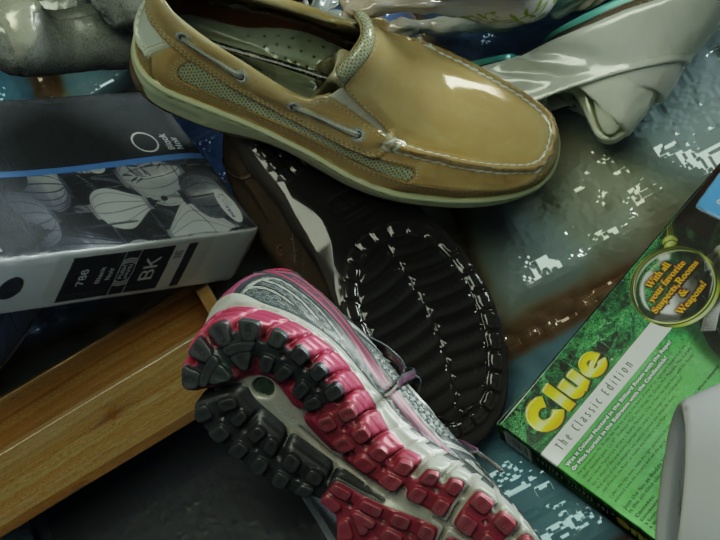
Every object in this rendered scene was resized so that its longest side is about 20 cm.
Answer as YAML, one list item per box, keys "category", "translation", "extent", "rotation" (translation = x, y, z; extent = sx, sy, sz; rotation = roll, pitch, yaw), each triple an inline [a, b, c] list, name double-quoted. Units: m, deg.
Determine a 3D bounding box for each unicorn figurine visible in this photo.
- category: "unicorn figurine"
  translation: [0.063, -0.141, 0.997]
  extent: [0.136, 0.074, 0.200]
  rotation: [-3, 20, 7]

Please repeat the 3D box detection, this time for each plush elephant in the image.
- category: "plush elephant"
  translation: [-0.093, -0.181, 1.023]
  extent: [0.198, 0.165, 0.156]
  rotation: [-1, 104, -5]

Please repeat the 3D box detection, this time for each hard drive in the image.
- category: "hard drive"
  translation: [-0.057, 0.151, 0.924]
  extent: [0.134, 0.042, 0.201]
  rotation: [-31, 62, -4]

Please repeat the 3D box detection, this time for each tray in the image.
- category: "tray"
  translation: [-0.143, 0.077, 0.951]
  extent: [0.199, 0.099, 0.037]
  rotation: [-32, 105, -4]

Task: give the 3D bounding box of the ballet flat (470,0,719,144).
- category: "ballet flat"
  translation: [0.090, -0.081, 1.002]
  extent: [0.199, 0.070, 0.070]
  rotation: [-19, 62, 7]

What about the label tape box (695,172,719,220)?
- category: "label tape box"
  translation: [0.254, -0.045, 0.920]
  extent: [0.143, 0.066, 0.200]
  rotation: [30, 62, 22]

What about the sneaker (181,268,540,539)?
- category: "sneaker"
  translation: [0.015, 0.078, 0.890]
  extent: [0.080, 0.075, 0.200]
  rotation: [-35, 103, 26]

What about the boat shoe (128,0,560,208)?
- category: "boat shoe"
  translation: [-0.003, -0.081, 0.928]
  extent: [0.199, 0.076, 0.072]
  rotation: [13, 65, -7]

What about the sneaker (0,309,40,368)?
- category: "sneaker"
  translation: [-0.222, 0.056, 0.974]
  extent: [0.200, 0.077, 0.076]
  rotation: [-41, 107, -1]

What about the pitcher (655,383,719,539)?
- category: "pitcher"
  translation: [0.224, 0.085, 0.864]
  extent: [0.198, 0.122, 0.172]
  rotation: [6, 45, 1]

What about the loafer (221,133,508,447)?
- category: "loafer"
  translation: [0.000, 0.000, 0.978]
  extent: [0.073, 0.071, 0.201]
  rotation: [-22, 73, -24]

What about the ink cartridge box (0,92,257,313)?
- category: "ink cartridge box"
  translation: [-0.150, -0.030, 0.931]
  extent: [0.199, 0.039, 0.100]
  rotation: [-11, 52, -43]

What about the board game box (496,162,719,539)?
- category: "board game box"
  translation: [0.163, 0.027, 0.949]
  extent: [0.105, 0.023, 0.200]
  rotation: [37, 76, 23]
